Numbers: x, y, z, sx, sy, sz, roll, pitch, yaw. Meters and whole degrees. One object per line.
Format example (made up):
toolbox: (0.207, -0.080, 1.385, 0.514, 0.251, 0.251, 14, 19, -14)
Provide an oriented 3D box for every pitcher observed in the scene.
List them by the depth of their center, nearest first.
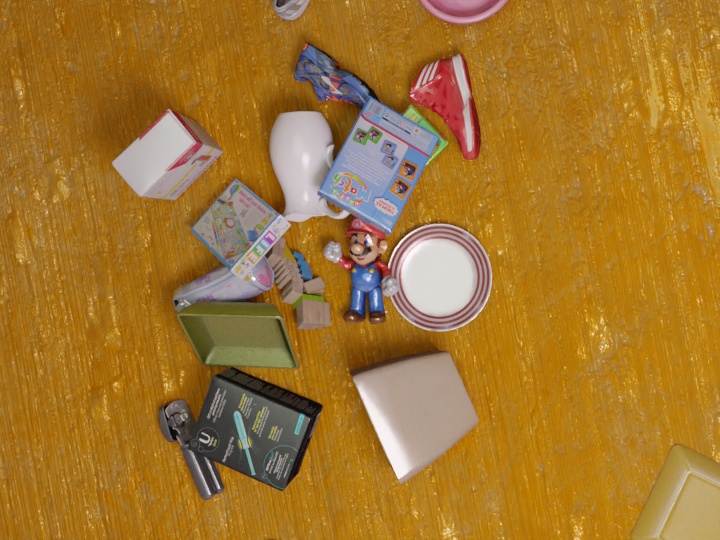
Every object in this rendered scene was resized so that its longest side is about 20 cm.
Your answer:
pitcher: (-0.087, -0.192, 1.675, 0.170, 0.121, 0.203, 0, 95, 33)

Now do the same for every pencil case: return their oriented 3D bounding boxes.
pencil case: (-0.259, 0.032, 1.703, 0.199, 0.091, 0.084, -24, 59, 23)

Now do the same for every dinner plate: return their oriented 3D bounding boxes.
dinner plate: (0.148, 0.013, 1.703, 0.198, 0.024, 0.203, 0, 90, 7)

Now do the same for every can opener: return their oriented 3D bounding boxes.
can opener: (-0.334, 0.351, 1.767, 0.067, 0.053, 0.202, -25, 87, 39)

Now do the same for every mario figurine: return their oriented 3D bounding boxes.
mario figurine: (0.000, 0.000, 1.679, 0.122, 0.106, 0.203, -4, 96, -16)

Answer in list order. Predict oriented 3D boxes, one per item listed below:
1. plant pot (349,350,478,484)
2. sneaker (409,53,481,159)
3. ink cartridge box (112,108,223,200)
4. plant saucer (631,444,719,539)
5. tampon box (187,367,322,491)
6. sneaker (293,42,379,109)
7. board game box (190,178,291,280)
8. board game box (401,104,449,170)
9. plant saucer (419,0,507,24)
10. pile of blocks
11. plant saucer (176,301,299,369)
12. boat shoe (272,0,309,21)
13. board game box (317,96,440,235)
plant pot: (0.101, 0.241, 1.635, 0.176, 0.200, 0.202, -25, 87, -4)
sneaker: (0.156, -0.294, 1.684, 0.114, 0.078, 0.202, -11, 77, 16)
ink cartridge box: (-0.352, -0.210, 1.682, 0.145, 0.200, 0.084, -43, 88, 6)
plant saucer: (0.622, 0.448, 1.629, 0.198, 0.048, 0.202, 25, 94, 6)
tampon box: (-0.195, 0.294, 1.700, 0.198, 0.126, 0.151, 22, 94, 7)
sneaker: (-0.043, -0.346, 1.710, 0.199, 0.075, 0.079, 39, 104, 14)
board game box: (-0.226, -0.080, 1.674, 0.135, 0.034, 0.200, -48, 40, -3)
board game box: (0.062, -0.201, 1.701, 0.102, 0.048, 0.200, 45, 96, 5)
plant saucer: (0.194, -0.556, 1.679, 0.198, 0.051, 0.203, 0, 90, 7)
pile of blocks: (-0.123, 0.029, 1.731, 0.062, 0.082, 0.201, -41, 72, 49)
plant saucer: (-0.222, 0.115, 1.691, 0.197, 0.201, 0.048, 1, 57, 8)
boat shoe: (-0.102, -0.572, 1.712, 0.074, 0.065, 0.203, 35, 95, 6)
board game box: (0.033, -0.188, 1.623, 0.150, 0.037, 0.201, 29, 77, -4)
